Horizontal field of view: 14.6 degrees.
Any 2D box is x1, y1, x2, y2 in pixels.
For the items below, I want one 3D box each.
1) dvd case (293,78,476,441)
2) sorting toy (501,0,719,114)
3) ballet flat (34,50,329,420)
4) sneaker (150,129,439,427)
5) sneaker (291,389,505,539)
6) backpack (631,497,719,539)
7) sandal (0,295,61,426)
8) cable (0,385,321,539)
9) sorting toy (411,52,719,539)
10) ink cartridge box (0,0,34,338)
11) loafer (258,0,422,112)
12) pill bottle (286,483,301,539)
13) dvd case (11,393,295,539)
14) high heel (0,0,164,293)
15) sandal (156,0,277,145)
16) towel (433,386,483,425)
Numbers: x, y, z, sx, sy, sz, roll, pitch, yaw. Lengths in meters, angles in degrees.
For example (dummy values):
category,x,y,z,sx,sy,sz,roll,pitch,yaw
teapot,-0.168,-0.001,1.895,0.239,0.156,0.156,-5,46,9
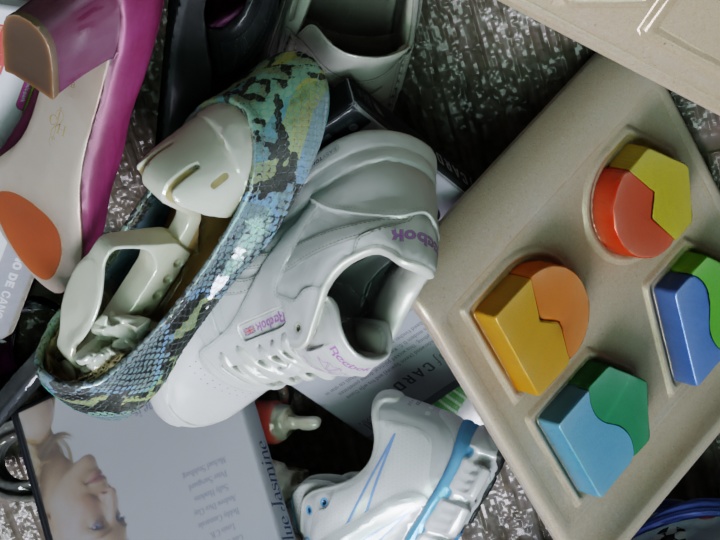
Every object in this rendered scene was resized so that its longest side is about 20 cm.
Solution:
category,x,y,z,sx,sy,sz,roll,pitch,yaw
dvd case,0.000,0.000,1.391,0.150,0.025,0.200,-34,134,22
sorting toy,0.169,-0.174,1.321,0.200,0.036,0.185,23,121,-21
ballet flat,-0.085,-0.017,1.288,0.074,0.074,0.200,27,100,-18
sneaker,-0.036,0.021,1.315,0.075,0.100,0.200,21,129,-33
sneaker,-0.005,0.149,1.418,0.087,0.075,0.200,29,97,8
backpack,0.180,0.216,1.520,0.200,0.154,0.190,34,126,-28
sandal,-0.201,0.061,1.460,0.048,0.075,0.200,44,114,-6
cable,-0.111,0.089,1.471,0.200,0.050,0.097,5,98,13
sorting toy,0.126,0.019,1.388,0.185,0.036,0.200,-47,120,-23
ink cartridge box,-0.229,-0.073,1.349,0.175,0.084,0.200,9,125,-26
loafer,-0.009,-0.110,1.334,0.070,0.070,0.200,4,119,-10
pill bottle,-0.055,0.183,1.515,0.200,0.113,0.113,-22,121,13
dvd case,-0.098,0.141,1.430,0.143,0.200,0.018,-25,165,28
high heel,-0.121,-0.073,1.305,0.067,0.096,0.200,37,146,17
sandal,-0.066,-0.118,1.333,0.048,0.075,0.201,4,133,-7
towel,0.011,0.011,1.455,0.200,0.023,0.153,24,121,-16
